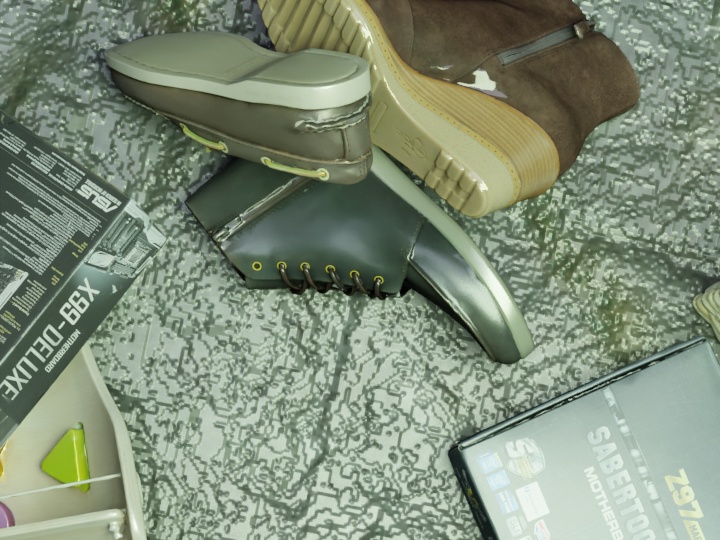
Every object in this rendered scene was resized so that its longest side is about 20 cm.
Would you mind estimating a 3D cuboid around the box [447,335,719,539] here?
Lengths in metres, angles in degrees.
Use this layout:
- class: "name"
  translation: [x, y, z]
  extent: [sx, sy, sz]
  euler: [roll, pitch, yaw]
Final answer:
- class: "box"
  translation: [0.159, 0.158, 1.393]
  extent: [0.157, 0.051, 0.201]
  euler: [-22, 85, -9]

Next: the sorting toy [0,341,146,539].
- class: "sorting toy"
  translation: [-0.212, 0.087, 1.349]
  extent: [0.198, 0.107, 0.181]
  euler: [-10, 71, 4]

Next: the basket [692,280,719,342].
- class: "basket"
  translation: [0.309, 0.040, 1.353]
  extent: [0.160, 0.198, 0.201]
  euler: [-37, 88, -5]

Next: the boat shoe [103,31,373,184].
- class: "boat shoe"
  translation: [-0.067, -0.090, 1.353]
  extent: [0.072, 0.199, 0.060]
  euler: [-27, 118, -37]

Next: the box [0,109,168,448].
- class: "box"
  translation: [-0.225, -0.012, 1.331]
  extent: [0.199, 0.050, 0.158]
  euler: [32, 79, 31]

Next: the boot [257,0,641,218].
- class: "boot"
  translation: [0.049, -0.128, 1.397]
  extent: [0.200, 0.072, 0.166]
  euler: [47, 45, 4]

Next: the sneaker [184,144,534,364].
- class: "sneaker"
  translation: [0.000, 0.000, 1.393]
  extent: [0.106, 0.075, 0.200]
  euler: [-43, 79, -5]
